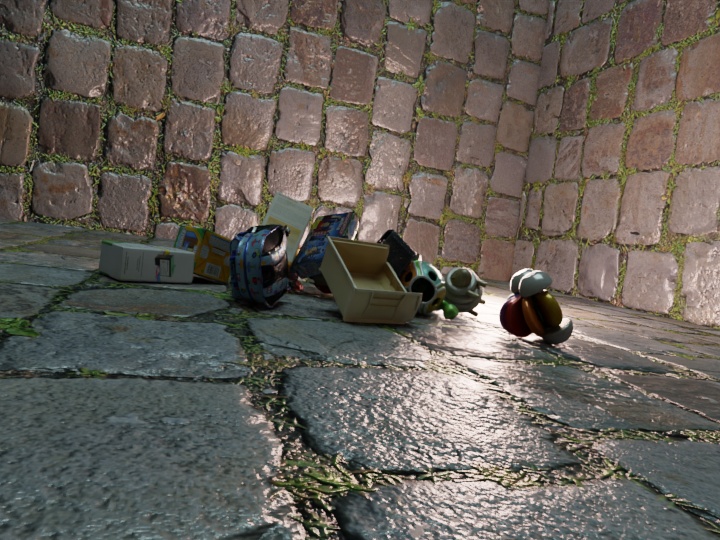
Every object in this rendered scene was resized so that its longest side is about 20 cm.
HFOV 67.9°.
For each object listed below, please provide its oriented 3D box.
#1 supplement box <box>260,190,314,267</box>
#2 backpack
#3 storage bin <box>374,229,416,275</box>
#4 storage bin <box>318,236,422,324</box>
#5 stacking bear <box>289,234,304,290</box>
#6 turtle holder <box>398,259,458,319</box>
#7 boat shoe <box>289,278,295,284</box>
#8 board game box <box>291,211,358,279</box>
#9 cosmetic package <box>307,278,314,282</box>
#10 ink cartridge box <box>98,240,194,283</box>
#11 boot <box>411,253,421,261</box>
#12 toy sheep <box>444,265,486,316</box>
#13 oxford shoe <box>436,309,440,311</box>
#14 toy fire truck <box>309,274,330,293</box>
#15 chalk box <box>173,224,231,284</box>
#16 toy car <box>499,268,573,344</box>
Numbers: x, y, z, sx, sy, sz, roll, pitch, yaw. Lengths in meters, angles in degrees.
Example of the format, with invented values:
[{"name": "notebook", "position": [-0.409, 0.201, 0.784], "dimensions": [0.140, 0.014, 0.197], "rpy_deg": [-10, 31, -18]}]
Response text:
[{"name": "supplement box", "position": [-0.228, -0.110, 1.558], "dimensions": [0.123, 0.204, 0.074], "rpy_deg": [24, -26, -7]}, {"name": "backpack", "position": [-0.239, -0.006, 1.250], "dimensions": [0.130, 0.189, 0.200], "rpy_deg": [0, 15, 6]}, {"name": "storage bin", "position": [0.050, -0.006, 1.473], "dimensions": [0.094, 0.200, 0.135], "rpy_deg": [43, 0, -6]}, {"name": "storage bin", "position": [0.023, 0.024, 1.272], "dimensions": [0.193, 0.096, 0.201], "rpy_deg": [6, 33, -30]}, {"name": "stacking bear", "position": [-0.225, -0.052, 1.662], "dimensions": [0.110, 0.207, 0.121], "rpy_deg": [7, 4, -12]}, {"name": "turtle holder", "position": [0.173, 0.065, 1.467], "dimensions": [0.138, 0.190, 0.132], "rpy_deg": [-24, 3, 1]}, {"name": "boat shoe", "position": [-0.283, 0.013, 1.558], "dimensions": [0.193, 0.074, 0.076], "rpy_deg": [8, 4, 4]}, {"name": "board game box", "position": [-0.076, -0.074, 1.551], "dimensions": [0.195, 0.203, 0.062], "rpy_deg": [-2, -41, 35]}, {"name": "cosmetic package", "position": [-0.083, 0.012, 1.932], "dimensions": [0.195, 0.084, 0.112], "rpy_deg": [4, 3, -35]}, {"name": "ink cartridge box", "position": [-0.555, -0.021, 1.399], "dimensions": [0.142, 0.087, 0.197], "rpy_deg": [11, 4, 43]}, {"name": "boot", "position": [0.173, -0.003, 1.749], "dimensions": [0.065, 0.134, 0.202], "rpy_deg": [3, -30, 12]}, {"name": "toy sheep", "position": [0.307, 0.065, 1.605], "dimensions": [0.134, 0.140, 0.203], "rpy_deg": [9, -39, 15]}, {"name": "oxford shoe", "position": [0.161, 0.078, 1.560], "dimensions": [0.194, 0.078, 0.058], "rpy_deg": [11, 5, -17]}, {"name": "toy fire truck", "position": [-0.070, 0.011, 1.674], "dimensions": [0.126, 0.179, 0.202], "rpy_deg": [0, -41, 35]}, {"name": "chalk box", "position": [-0.465, -0.050, 1.548], "dimensions": [0.197, 0.128, 0.123], "rpy_deg": [12, -8, 44]}, {"name": "toy car", "position": [0.417, 0.103, 1.325], "dimensions": [0.147, 0.178, 0.200], "rpy_deg": [-28, 2, 4]}]
